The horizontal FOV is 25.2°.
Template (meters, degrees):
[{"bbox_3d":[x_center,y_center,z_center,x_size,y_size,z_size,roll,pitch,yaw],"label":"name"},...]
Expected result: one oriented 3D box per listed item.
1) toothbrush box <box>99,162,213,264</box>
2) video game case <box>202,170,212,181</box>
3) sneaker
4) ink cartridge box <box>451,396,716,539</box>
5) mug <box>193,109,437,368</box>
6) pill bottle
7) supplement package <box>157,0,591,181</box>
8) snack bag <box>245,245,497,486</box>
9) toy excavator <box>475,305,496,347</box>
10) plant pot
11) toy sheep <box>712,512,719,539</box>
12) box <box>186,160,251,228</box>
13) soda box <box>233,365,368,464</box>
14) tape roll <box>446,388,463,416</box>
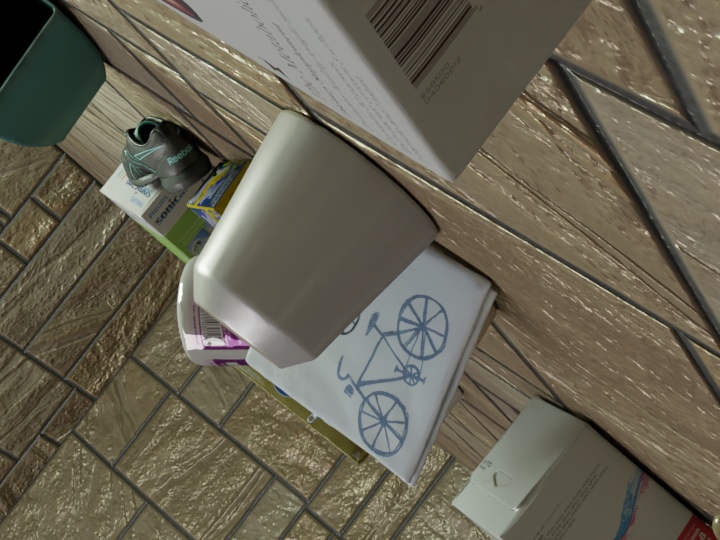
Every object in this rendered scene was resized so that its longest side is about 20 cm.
[{"bbox_3d":[-0.201,-0.055,1.964,0.200,0.086,0.145,41,174,-31],"label":"toothbrush box"},{"bbox_3d":[-0.138,-0.068,1.985,0.200,0.018,0.143,43,173,-38],"label":"video game case"},{"bbox_3d":[-0.229,-0.141,1.814,0.079,0.075,0.200,55,162,-22],"label":"sneaker"},{"bbox_3d":[0.223,0.250,1.611,0.200,0.145,0.145,39,174,-17],"label":"ink cartridge box"},{"bbox_3d":[-0.045,-0.010,1.212,0.149,0.154,0.187,36,174,5],"label":"mug"},{"bbox_3d":[-0.070,0.037,1.577,0.198,0.113,0.112,-1,162,14],"label":"pill bottle"},{"bbox_3d":[-0.033,-0.132,0.415,0.200,0.110,0.114,34,173,34],"label":"supplement package"},{"bbox_3d":[0.001,0.046,1.302,0.199,0.190,0.021,32,-156,29],"label":"snack bag"},{"bbox_3d":[0.000,0.000,1.370,0.194,0.100,0.200,38,166,-17],"label":"toy excavator"},{"bbox_3d":[-0.352,-0.212,1.639,0.141,0.142,0.200,36,-179,19],"label":"plant pot"},{"bbox_3d":[0.242,0.139,0.739,0.138,0.138,0.200,42,-175,-33],"label":"toy sheep"},{"bbox_3d":[-0.126,-0.069,1.680,0.070,0.064,0.200,39,175,-13],"label":"box"},{"bbox_3d":[-0.060,0.153,1.974,0.199,0.064,0.068,37,176,4],"label":"soda box"},{"bbox_3d":[0.042,0.136,2.207,0.202,0.071,0.202,38,175,4],"label":"tape roll"}]
